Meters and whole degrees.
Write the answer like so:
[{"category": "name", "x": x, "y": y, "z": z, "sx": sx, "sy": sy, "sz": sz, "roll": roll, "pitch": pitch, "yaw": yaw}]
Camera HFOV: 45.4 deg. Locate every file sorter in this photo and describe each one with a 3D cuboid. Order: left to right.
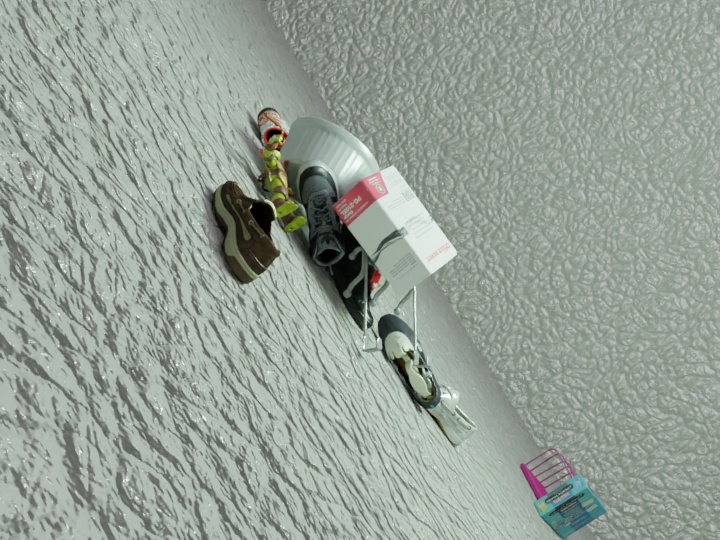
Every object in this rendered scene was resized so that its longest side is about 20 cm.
[{"category": "file sorter", "x": 0.587, "y": 0.639, "z": 2.555, "sx": 0.200, "sy": 0.124, "sz": 0.140, "roll": 49, "pitch": 12, "yaw": -44}]

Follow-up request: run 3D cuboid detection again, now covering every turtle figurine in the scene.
[{"category": "turtle figurine", "x": -0.144, "y": -0.158, "z": 1.476, "sx": 0.201, "sy": 0.063, "sz": 0.163, "roll": 85, "pitch": -11, "yaw": -58}]

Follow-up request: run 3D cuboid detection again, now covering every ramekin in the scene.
[{"category": "ramekin", "x": -0.070, "y": -0.188, "z": 1.642, "sx": 0.198, "sy": 0.099, "sz": 0.201, "roll": 26, "pitch": -22, "yaw": 11}]

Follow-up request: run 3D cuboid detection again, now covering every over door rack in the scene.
[{"category": "over door rack", "x": 0.044, "y": 0.072, "z": 1.532, "sx": 0.146, "sy": 0.066, "sz": 0.203, "roll": 20, "pitch": 51, "yaw": -42}]

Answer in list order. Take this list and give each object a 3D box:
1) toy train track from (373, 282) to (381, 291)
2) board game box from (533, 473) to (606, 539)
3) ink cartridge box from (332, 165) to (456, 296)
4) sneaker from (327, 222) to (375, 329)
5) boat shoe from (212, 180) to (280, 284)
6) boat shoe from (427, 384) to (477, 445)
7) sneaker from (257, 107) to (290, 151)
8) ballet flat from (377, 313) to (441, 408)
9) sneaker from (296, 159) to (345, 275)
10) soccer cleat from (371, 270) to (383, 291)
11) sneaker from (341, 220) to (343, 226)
[{"category": "toy train track", "x": -0.024, "y": -0.017, "z": 1.798, "sx": 0.200, "sy": 0.032, "sz": 0.116, "roll": 42, "pitch": 24, "yaw": -42}, {"category": "board game box", "x": 0.585, "y": 0.658, "z": 2.390, "sx": 0.200, "sy": 0.150, "sz": 0.047, "roll": 49, "pitch": 10, "yaw": -44}, {"category": "ink cartridge box", "x": 0.064, "y": -0.072, "z": 1.525, "sx": 0.201, "sy": 0.084, "sz": 0.144, "roll": 53, "pitch": 30, "yaw": 3}, {"category": "sneaker", "x": 0.001, "y": 0.001, "z": 1.611, "sx": 0.202, "sy": 0.103, "sz": 0.060, "roll": 61, "pitch": 9, "yaw": 23}, {"category": "boat shoe", "x": -0.142, "y": -0.063, "z": 1.133, "sx": 0.075, "sy": 0.074, "sz": 0.204, "roll": 49, "pitch": 11, "yaw": -39}, {"category": "boat shoe", "x": 0.167, "y": 0.260, "z": 1.730, "sx": 0.201, "sy": 0.069, "sz": 0.071, "roll": 53, "pitch": 11, "yaw": -23}, {"category": "sneaker", "x": -0.145, "y": -0.247, "z": 1.819, "sx": 0.202, "sy": 0.067, "sz": 0.108, "roll": 48, "pitch": 13, "yaw": -30}, {"category": "ballet flat", "x": 0.092, "y": 0.172, "z": 1.642, "sx": 0.202, "sy": 0.072, "sz": 0.073, "roll": 60, "pitch": 9, "yaw": 7}, {"category": "sneaker", "x": -0.065, "y": -0.089, "z": 1.524, "sx": 0.115, "sy": 0.074, "sz": 0.203, "roll": -105, "pitch": -175, "yaw": -52}, {"category": "soccer cleat", "x": 0.008, "y": -0.050, "z": 1.724, "sx": 0.085, "sy": 0.067, "sz": 0.204, "roll": -130, "pitch": -143, "yaw": -59}, {"category": "sneaker", "x": -0.012, "y": -0.076, "z": 1.940, "sx": 0.201, "sy": 0.074, "sz": 0.088, "roll": 55, "pitch": 4, "yaw": -7}]
